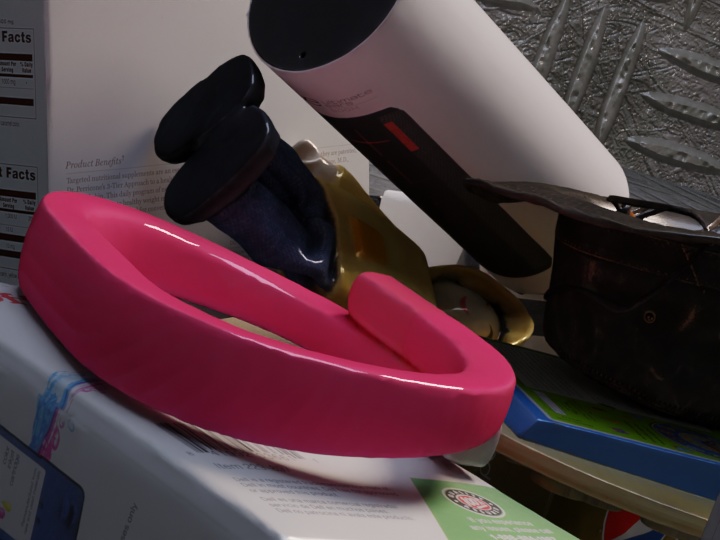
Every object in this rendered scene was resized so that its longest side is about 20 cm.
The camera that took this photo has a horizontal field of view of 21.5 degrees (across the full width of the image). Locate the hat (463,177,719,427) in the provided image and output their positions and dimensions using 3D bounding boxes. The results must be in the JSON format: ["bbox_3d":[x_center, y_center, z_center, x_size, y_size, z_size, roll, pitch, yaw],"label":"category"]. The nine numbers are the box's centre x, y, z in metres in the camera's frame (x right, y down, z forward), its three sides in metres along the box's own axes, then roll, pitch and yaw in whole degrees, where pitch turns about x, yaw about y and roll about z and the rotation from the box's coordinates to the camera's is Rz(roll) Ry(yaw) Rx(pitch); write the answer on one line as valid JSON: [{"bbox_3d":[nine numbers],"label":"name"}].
[{"bbox_3d":[0.132,0.016,0.732,0.199,0.082,0.201,10,2,0],"label":"hat"}]

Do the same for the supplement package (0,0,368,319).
[{"bbox_3d":[-0.110,-0.084,0.852,0.146,0.202,0.191,9,13,43],"label":"supplement package"}]

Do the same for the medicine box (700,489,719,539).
[{"bbox_3d":[0.116,0.125,0.381,0.102,0.183,0.200,20,10,-1],"label":"medicine box"}]

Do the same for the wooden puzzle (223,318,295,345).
[{"bbox_3d":[-0.019,0.055,0.956,0.184,0.037,0.200,15,15,-27],"label":"wooden puzzle"}]

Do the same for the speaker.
[{"bbox_3d":[0.038,-0.069,0.811,0.081,0.081,0.200,29,-8,43],"label":"speaker"}]

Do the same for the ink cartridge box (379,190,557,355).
[{"bbox_3d":[0.121,0.018,0.946,0.199,0.085,0.144,9,-2,39],"label":"ink cartridge box"}]

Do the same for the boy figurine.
[{"bbox_3d":[0.000,0.000,0.802,0.200,0.064,0.125,38,24,-35],"label":"boy figurine"}]

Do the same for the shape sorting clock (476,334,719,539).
[{"bbox_3d":[0.102,0.070,0.722,0.199,0.040,0.200,16,8,-2],"label":"shape sorting clock"}]

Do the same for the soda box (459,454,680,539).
[{"bbox_3d":[0.129,0.101,0.880,0.199,0.068,0.064,10,13,-45],"label":"soda box"}]

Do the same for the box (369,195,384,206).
[{"bbox_3d":[-0.034,-0.021,1.117,0.199,0.049,0.158,5,1,32],"label":"box"}]

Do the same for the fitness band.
[{"bbox_3d":[-0.034,0.019,0.613,0.143,0.038,0.200,13,9,-26],"label":"fitness band"}]

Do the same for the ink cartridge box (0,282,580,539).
[{"bbox_3d":[-0.051,0.078,0.595,0.145,0.088,0.200,10,15,-48],"label":"ink cartridge box"}]
